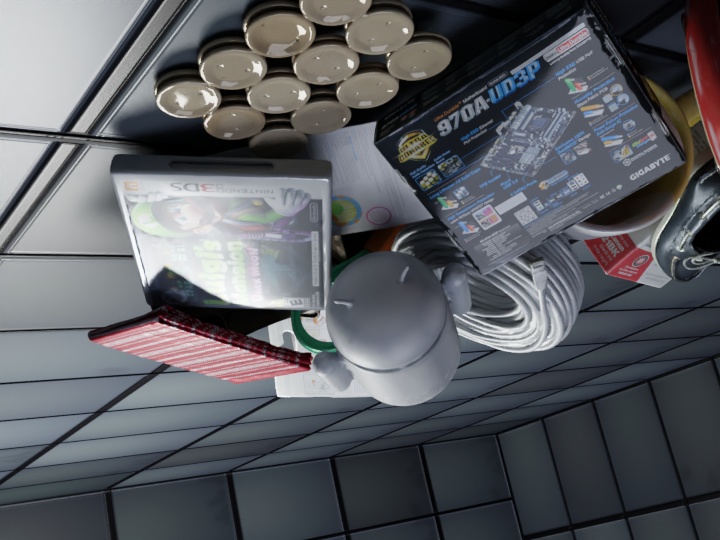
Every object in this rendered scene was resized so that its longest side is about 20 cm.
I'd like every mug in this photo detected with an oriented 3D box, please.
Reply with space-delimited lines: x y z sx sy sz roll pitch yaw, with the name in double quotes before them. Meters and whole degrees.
"mug" 0.237 -0.095 0.906 0.184 0.151 0.153 1 171 2

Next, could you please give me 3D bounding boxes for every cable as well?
"cable" 0.126 0.005 0.962 0.198 0.070 0.200 11 150 35

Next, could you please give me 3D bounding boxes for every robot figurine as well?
"robot figurine" 0.033 0.055 0.902 0.169 0.113 0.200 -36 150 -5

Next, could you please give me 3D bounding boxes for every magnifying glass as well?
"magnifying glass" 0.000 0.000 1.005 0.201 0.079 0.022 -54 164 -15

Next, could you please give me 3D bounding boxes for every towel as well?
"towel" -0.164 0.082 0.999 0.199 0.023 0.144 23 153 -39

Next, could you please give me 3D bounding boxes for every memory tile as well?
"memory tile" -0.044 -0.147 0.710 0.199 0.017 0.153 -24 153 33

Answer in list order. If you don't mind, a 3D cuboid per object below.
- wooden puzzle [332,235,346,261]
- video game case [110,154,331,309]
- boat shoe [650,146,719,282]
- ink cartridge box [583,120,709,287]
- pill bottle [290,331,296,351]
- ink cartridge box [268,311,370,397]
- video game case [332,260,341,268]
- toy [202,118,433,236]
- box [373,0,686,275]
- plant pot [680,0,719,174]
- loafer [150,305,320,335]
"wooden puzzle" -0.120 -0.038 0.991 0.198 0.047 0.185 -9 163 1
"video game case" -0.116 -0.027 0.857 0.180 0.024 0.201 2 145 -1
"boat shoe" 0.341 -0.040 0.939 0.074 0.062 0.201 -20 147 -12
"ink cartridge box" 0.349 -0.081 1.031 0.144 0.084 0.200 10 133 -48
"pill bottle" 0.013 0.059 1.223 0.198 0.116 0.114 -8 163 2
"ink cartridge box" -0.007 0.082 1.146 0.198 0.050 0.163 0 128 4
"video game case" 0.036 -0.011 1.132 0.198 0.024 0.182 -10 -177 -10
"toy" -0.033 -0.086 0.859 0.198 0.048 0.116 -12 133 10
"box" 0.134 -0.104 0.767 0.199 0.046 0.159 -31 117 25
"plant pot" 0.346 -0.160 0.702 0.181 0.203 0.200 -13 166 30
"loafer" -0.132 0.044 1.032 0.198 0.072 0.073 1 164 -13
